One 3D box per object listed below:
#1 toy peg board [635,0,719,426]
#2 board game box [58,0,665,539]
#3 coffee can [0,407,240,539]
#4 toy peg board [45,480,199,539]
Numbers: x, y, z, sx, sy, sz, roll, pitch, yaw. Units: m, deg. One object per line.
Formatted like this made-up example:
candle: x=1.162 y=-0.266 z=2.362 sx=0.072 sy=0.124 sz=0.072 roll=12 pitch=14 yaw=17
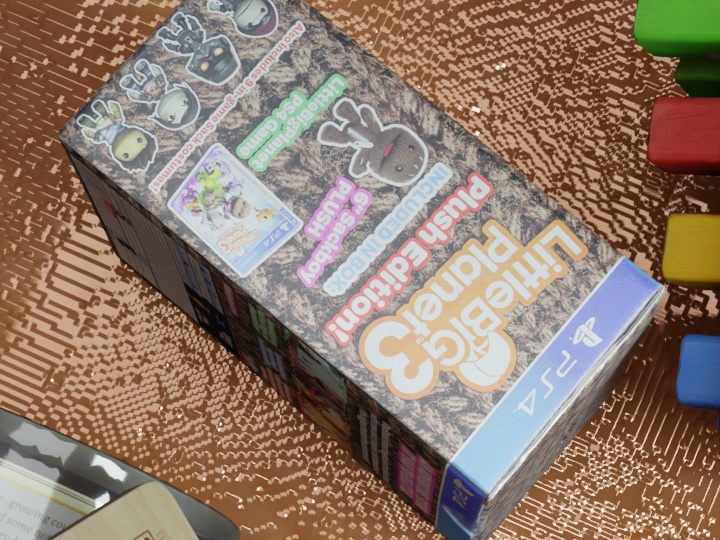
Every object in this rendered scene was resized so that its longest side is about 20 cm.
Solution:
toy peg board: x=0.170 y=-0.012 z=0.741 sx=0.098 sy=0.200 sz=0.200 roll=4 pitch=81 yaw=32
board game box: x=0.000 y=0.000 z=0.749 sx=0.200 sy=0.159 sz=0.097 roll=40 pitch=79 yaw=10
coffee can: x=-0.149 y=0.157 z=0.715 sx=0.146 sy=0.146 sz=0.200 roll=22 pitch=76 yaw=7
toy peg board: x=-0.108 y=0.204 z=0.609 sx=0.199 sy=0.098 sz=0.200 roll=-31 pitch=91 yaw=-32
